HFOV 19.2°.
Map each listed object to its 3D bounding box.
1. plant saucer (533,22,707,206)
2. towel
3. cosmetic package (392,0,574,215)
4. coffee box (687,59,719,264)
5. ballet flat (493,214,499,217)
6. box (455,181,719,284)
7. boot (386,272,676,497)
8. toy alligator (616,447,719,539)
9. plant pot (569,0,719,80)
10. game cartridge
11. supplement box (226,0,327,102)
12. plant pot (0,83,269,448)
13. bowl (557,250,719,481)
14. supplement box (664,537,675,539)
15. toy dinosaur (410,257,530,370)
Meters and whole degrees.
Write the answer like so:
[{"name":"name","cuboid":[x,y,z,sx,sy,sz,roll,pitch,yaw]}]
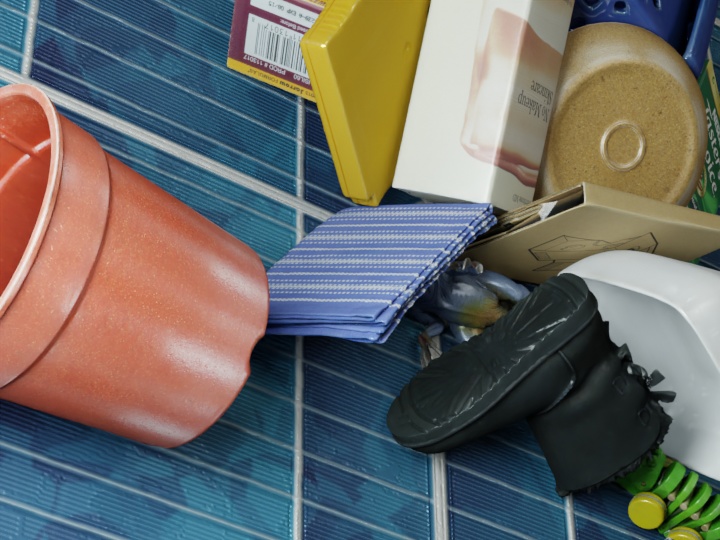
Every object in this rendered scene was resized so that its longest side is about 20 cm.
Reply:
[{"name":"plant saucer","cuboid":[0.212,-0.105,1.774,0.199,0.035,0.201,-4,101,-22]},{"name":"towel","cuboid":[0.000,0.000,1.580,0.200,0.144,0.024,-43,126,-51]},{"name":"cosmetic package","cuboid":[0.100,-0.149,1.683,0.103,0.087,0.201,11,90,-66]},{"name":"coffee box","cuboid":[0.290,-0.092,1.928,0.200,0.044,0.123,-59,139,-50]},{"name":"ballet flat","cuboid":[0.182,-0.070,1.839,0.073,0.073,0.200,53,40,6]},{"name":"box","cuboid":[0.185,-0.023,1.716,0.199,0.163,0.021,11,66,-42]},{"name":"boot","cuboid":[0.135,0.111,1.622,0.163,0.198,0.073,56,-6,-35]},{"name":"toy alligator","cuboid":[0.239,0.168,1.707,0.200,0.054,0.059,43,39,-6]},{"name":"plant pot","cuboid":[0.203,-0.232,1.899,0.180,0.200,0.200,42,39,-18]},{"name":"game cartridge","cuboid":[0.024,-0.173,1.657,0.032,0.177,0.200,13,51,27]},{"name":"supplement box","cuboid":[-0.009,-0.219,1.742,0.110,0.086,0.200,24,35,19]},{"name":"plant pot","cuboid":[-0.177,0.014,1.364,0.195,0.201,0.201,28,43,-34]},{"name":"bowl","cuboid":[0.261,0.068,1.673,0.075,0.200,0.200,-37,113,-18]},{"name":"supplement box","cuboid":[0.256,0.333,1.525,0.199,0.134,0.201,26,44,-25]},{"name":"toy dinosaur","cuboid":[0.064,0.031,1.675,0.181,0.105,0.200,27,6,-6]}]
